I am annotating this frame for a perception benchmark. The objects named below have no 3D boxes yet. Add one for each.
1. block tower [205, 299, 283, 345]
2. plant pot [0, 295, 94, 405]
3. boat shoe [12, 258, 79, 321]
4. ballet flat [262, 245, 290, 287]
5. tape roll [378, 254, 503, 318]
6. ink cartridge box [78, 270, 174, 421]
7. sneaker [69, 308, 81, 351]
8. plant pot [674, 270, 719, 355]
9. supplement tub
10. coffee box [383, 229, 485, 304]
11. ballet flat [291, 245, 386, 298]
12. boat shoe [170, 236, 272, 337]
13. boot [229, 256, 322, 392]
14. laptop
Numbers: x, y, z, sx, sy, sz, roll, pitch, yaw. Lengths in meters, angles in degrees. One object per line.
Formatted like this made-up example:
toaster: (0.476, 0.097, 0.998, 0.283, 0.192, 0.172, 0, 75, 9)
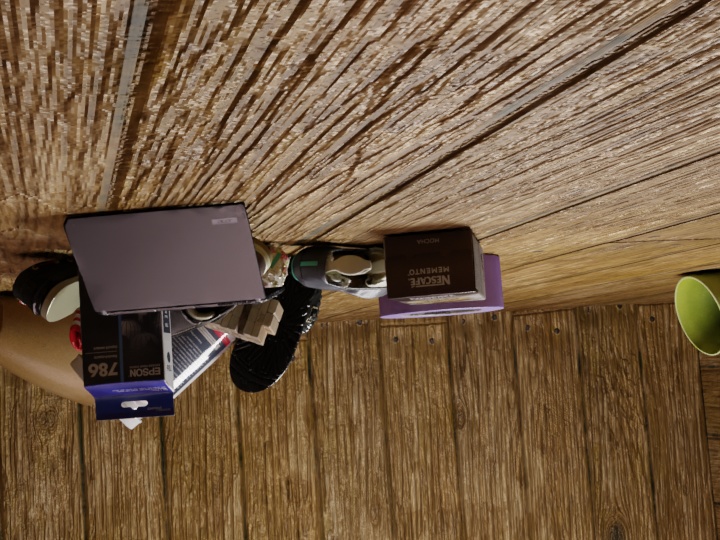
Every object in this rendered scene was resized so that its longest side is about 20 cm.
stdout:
block tower: (-0.202, 0.039, 1.313, 0.199, 0.054, 0.058, 17, 166, 7)
plant pot: (-0.518, 0.114, 1.713, 0.200, 0.187, 0.186, 19, 160, -41)
boat shoe: (-0.351, 0.014, 1.298, 0.063, 0.074, 0.201, 31, -165, 14)
ballet flat: (-0.135, 0.008, 1.357, 0.076, 0.064, 0.200, 39, 161, -15)
tape roll: (0.127, 0.028, 1.667, 0.199, 0.085, 0.200, -4, 174, 0)
ink cartridge box: (-0.271, 0.072, 1.202, 0.099, 0.201, 0.039, -6, 175, 5)
sneaker: (-0.367, 0.074, 1.517, 0.078, 0.116, 0.200, 27, 176, 20)
plant pot: (0.856, 0.072, 2.371, 0.200, 0.188, 0.187, -18, 178, -13)
supplement tub: (-0.279, 0.103, 1.421, 0.200, 0.140, 0.140, -43, -177, -12)
coffee box: (0.101, 0.000, 1.368, 0.113, 0.080, 0.200, -4, 175, 11)
ballet flat: (0.000, 0.000, 1.370, 0.073, 0.073, 0.200, -9, 170, 43)
boat shoe: (-0.186, 0.029, 1.216, 0.201, 0.072, 0.066, -32, -160, 32)
boot: (-0.115, 0.082, 1.502, 0.079, 0.211, 0.158, 29, 171, 1)
laptop: (-0.181, -0.012, 1.063, 0.177, 0.104, 0.200, -4, -177, 5)
